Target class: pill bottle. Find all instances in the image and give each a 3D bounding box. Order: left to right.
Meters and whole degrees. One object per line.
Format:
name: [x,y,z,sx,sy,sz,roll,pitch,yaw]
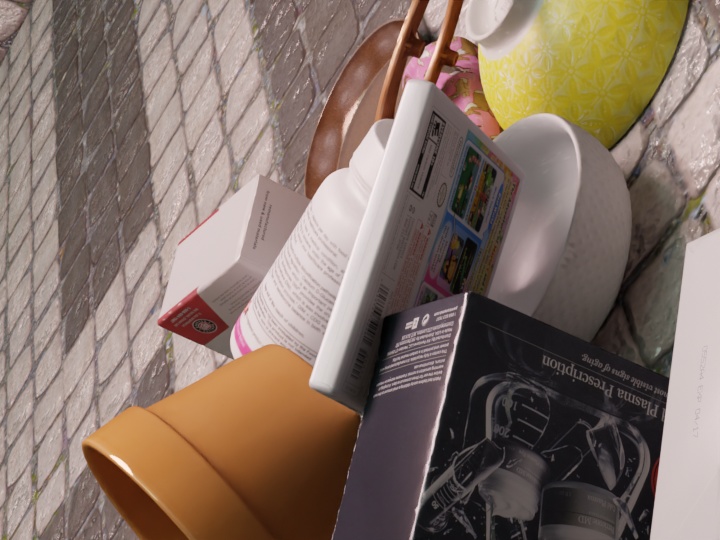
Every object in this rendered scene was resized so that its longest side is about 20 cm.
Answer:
pill bottle: [0.000,0.000,1.406,0.201,0.113,0.114,-58,25,24]

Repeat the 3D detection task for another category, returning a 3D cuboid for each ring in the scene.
ring: [0.052,-0.162,1.464,0.200,0.019,0.202,21,-90,-81]

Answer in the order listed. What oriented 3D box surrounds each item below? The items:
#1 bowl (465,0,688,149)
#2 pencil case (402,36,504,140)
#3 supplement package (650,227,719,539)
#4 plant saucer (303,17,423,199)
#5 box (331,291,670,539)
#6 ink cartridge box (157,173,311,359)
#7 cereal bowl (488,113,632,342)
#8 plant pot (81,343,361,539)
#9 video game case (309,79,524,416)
bowl: [0.143,-0.186,1.477,0.200,0.107,0.201,-46,32,40]
pencil case: [0.081,-0.101,1.571,0.086,0.083,0.201,-32,37,21]
supplement package: [0.246,0.070,1.021,0.156,0.110,0.201,-30,44,56]
plant saucer: [0.012,-0.132,1.806,0.200,0.034,0.201,-49,29,39]
box: [0.099,0.137,1.172,0.104,0.199,0.183,-18,54,59]
ink cartridge box: [-0.037,0.024,1.567,0.147,0.199,0.083,-35,36,51]
cereal bowl: [0.125,-0.003,1.383,0.200,0.083,0.201,-48,30,40]
plant pot: [-0.067,0.143,1.294,0.140,0.201,0.200,-41,18,-16]
video game case: [0.041,0.001,1.270,0.024,0.182,0.201,14,81,26]
